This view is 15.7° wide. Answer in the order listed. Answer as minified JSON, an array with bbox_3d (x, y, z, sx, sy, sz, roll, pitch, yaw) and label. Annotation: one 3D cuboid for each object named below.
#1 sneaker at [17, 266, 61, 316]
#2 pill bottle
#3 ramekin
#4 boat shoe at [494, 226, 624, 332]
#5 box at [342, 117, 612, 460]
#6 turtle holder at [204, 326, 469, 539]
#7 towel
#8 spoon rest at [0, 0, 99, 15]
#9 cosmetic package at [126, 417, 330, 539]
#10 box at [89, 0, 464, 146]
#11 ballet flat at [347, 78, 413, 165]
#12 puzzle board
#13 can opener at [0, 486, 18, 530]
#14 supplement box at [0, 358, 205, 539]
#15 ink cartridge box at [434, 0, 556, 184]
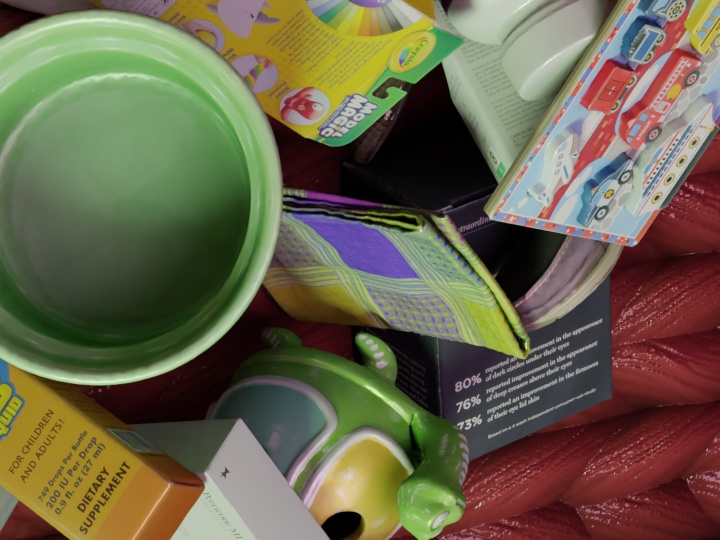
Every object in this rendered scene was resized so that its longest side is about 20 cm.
[{"bbox_3d":[-0.148,-0.036,1.518,0.200,0.071,0.113,-28,90,0],"label":"sneaker"},{"bbox_3d":[0.084,-0.205,1.539,0.112,0.200,0.112,-26,167,-7],"label":"pill bottle"},{"bbox_3d":[-0.136,-0.038,1.432,0.200,0.200,0.098,-57,176,1],"label":"ramekin"},{"bbox_3d":[0.135,-0.052,1.645,0.073,0.074,0.200,45,72,-28],"label":"boat shoe"},{"bbox_3d":[0.080,0.007,1.742,0.148,0.104,0.200,-20,123,-28],"label":"box"},{"bbox_3d":[-0.018,0.131,1.669,0.132,0.185,0.141,-56,165,-36],"label":"turtle holder"},{"bbox_3d":[0.000,0.000,1.624,0.144,0.200,0.023,53,57,-42],"label":"towel"},{"bbox_3d":[-0.156,-0.174,1.498,0.099,0.061,0.200,-54,134,-4],"label":"spoon rest"},{"bbox_3d":[-0.088,0.178,1.620,0.200,0.151,0.052,56,50,-30],"label":"cosmetic package"},{"bbox_3d":[-0.049,-0.155,1.472,0.200,0.048,0.117,33,125,-27],"label":"box"},{"bbox_3d":[0.024,-0.164,1.648,0.046,0.067,0.200,18,101,-10],"label":"ballet flat"},{"bbox_3d":[0.173,-0.101,1.534,0.151,0.017,0.200,10,120,-48],"label":"puzzle board"},{"bbox_3d":[-0.209,0.084,1.608,0.066,0.053,0.200,26,95,-7],"label":"can opener"},{"bbox_3d":[-0.191,0.092,1.514,0.067,0.200,0.069,-57,162,4],"label":"supplement box"},{"bbox_3d":[0.118,-0.161,1.611,0.161,0.200,0.050,-24,164,-15],"label":"ink cartridge box"}]
